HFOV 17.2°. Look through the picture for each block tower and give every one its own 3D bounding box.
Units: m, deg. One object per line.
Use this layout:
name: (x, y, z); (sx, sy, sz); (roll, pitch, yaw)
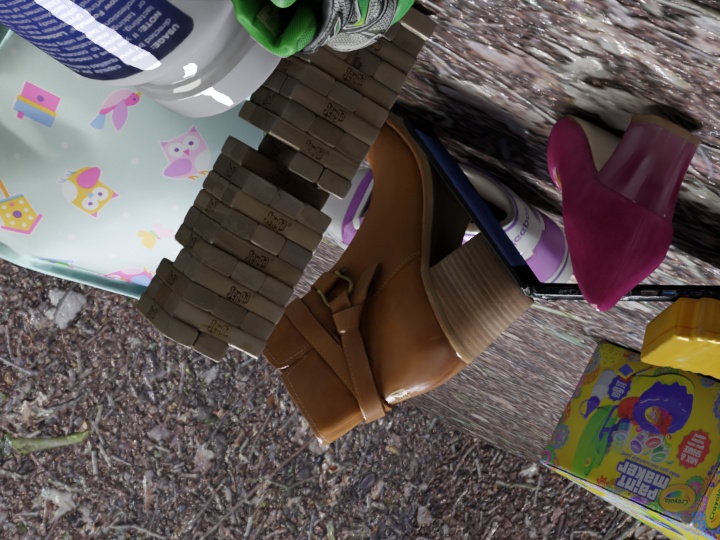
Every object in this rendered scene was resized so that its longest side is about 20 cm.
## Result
block tower: (-0.038, -0.052, 1.192); (0.054, 0.201, 0.058); (28, -178, -26)

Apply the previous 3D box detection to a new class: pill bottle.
pill bottle: (-0.123, -0.153, 1.079); (0.115, 0.116, 0.200); (22, 172, 43)

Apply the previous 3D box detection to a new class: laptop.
laptop: (0.130, -0.034, 1.386); (0.199, 0.104, 0.177); (1, -179, 8)

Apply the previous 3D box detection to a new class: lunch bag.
lunch bag: (-0.126, -0.082, 1.267); (0.199, 0.170, 0.122); (20, -142, -32)

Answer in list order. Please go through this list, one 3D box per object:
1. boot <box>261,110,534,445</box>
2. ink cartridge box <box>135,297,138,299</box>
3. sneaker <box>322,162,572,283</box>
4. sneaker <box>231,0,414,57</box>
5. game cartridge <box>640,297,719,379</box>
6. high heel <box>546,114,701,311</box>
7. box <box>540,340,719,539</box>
boot: (0.000, 0.000, 1.429); (0.074, 0.154, 0.200); (48, -171, -42)
ink cartridge box: (-0.157, -0.073, 1.506); (0.199, 0.146, 0.083); (26, 173, 15)
sneaker: (0.037, -0.047, 1.560); (0.200, 0.073, 0.114); (12, 164, 37)
sneaker: (-0.026, -0.129, 1.009); (0.078, 0.085, 0.200); (26, 175, 13)
game cartridge: (0.263, 0.053, 1.322); (0.199, 0.033, 0.176); (10, 173, 2)
high heel: (0.119, -0.024, 1.209); (0.067, 0.096, 0.200); (28, 176, -12)
box: (0.298, 0.172, 2.012); (0.192, 0.122, 0.200); (31, 174, -35)
